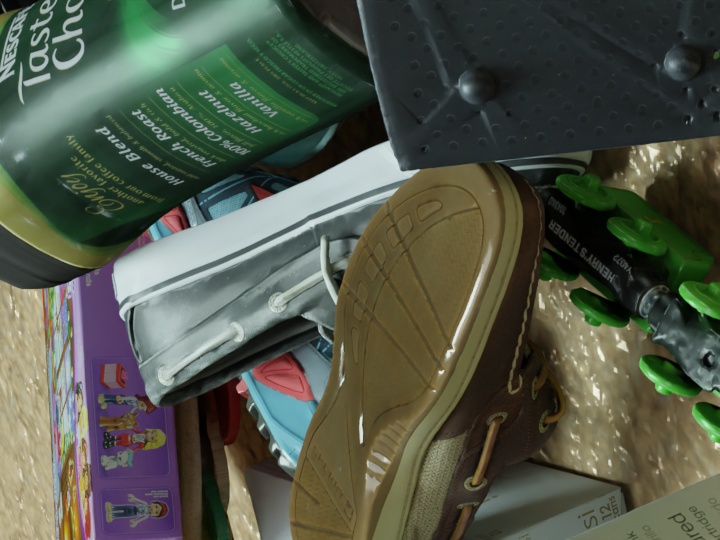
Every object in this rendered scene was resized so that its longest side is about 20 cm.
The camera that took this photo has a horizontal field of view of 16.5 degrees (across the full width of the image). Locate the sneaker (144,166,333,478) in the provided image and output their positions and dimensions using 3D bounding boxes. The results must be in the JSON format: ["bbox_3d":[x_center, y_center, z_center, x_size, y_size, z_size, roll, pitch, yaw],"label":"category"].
[{"bbox_3d":[-0.016,0.001,1.004,0.200,0.096,0.079,57,-168,24],"label":"sneaker"}]

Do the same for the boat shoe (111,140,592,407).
[{"bbox_3d":[-0.001,0.000,0.916,0.199,0.074,0.068,-19,75,19],"label":"boat shoe"}]

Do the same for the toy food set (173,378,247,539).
[{"bbox_3d":[-0.079,0.067,1.161,0.198,0.049,0.200,98,167,-51],"label":"toy food set"}]

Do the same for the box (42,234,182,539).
[{"bbox_3d":[-0.112,0.040,1.076,0.137,0.039,0.200,119,148,-64],"label":"box"}]

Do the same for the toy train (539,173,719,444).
[{"bbox_3d":[0.124,0.029,0.809,0.200,0.056,0.042,45,116,43],"label":"toy train"}]

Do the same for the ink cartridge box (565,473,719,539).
[{"bbox_3d":[0.075,0.193,0.848,0.147,0.200,0.145,51,147,33],"label":"ink cartridge box"}]

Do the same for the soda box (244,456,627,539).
[{"bbox_3d":[0.031,0.113,1.021,0.200,0.068,0.064,8,115,60],"label":"soda box"}]

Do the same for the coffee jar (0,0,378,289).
[{"bbox_3d":[-0.074,-0.074,0.905,0.200,0.085,0.104,-30,44,33],"label":"coffee jar"}]

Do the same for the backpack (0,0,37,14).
[{"bbox_3d":[-0.234,-0.134,1.231,0.200,0.183,0.147,67,152,18],"label":"backpack"}]

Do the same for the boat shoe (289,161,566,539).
[{"bbox_3d":[0.034,0.039,0.869,0.072,0.072,0.200,58,143,40],"label":"boat shoe"}]

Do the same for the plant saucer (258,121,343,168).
[{"bbox_3d":[-0.043,-0.143,1.031,0.200,0.036,0.200,41,141,45],"label":"plant saucer"}]

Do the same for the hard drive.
[{"bbox_3d":[0.059,-0.134,0.757,0.042,0.135,0.200,-89,-9,-66],"label":"hard drive"}]
